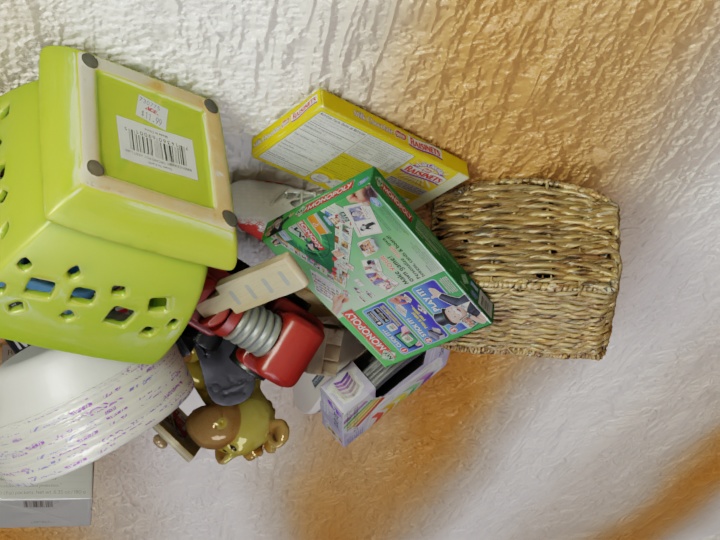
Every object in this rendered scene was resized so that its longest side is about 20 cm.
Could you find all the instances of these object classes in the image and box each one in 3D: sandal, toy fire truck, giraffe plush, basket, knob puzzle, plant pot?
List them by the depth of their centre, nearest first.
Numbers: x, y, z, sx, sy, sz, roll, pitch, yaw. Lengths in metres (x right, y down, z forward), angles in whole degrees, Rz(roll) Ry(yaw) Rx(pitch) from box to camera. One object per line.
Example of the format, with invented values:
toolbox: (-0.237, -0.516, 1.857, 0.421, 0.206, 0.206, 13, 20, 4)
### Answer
plant pot: (-0.218, -0.059, 0.895, 0.199, 0.200, 0.181, 17, 139, -38)
toy fire truck: (-0.100, 0.039, 1.013, 0.176, 0.129, 0.200, 34, 179, -26)
basket: (0.169, -0.003, 1.118, 0.198, 0.144, 0.149, 2, 148, 9)
sandal: (-0.165, 0.059, 1.165, 0.076, 0.043, 0.201, -25, 108, -4)
giraffe plush: (-0.164, 0.151, 1.278, 0.198, 0.163, 0.173, -6, 167, -19)
knob puzzle: (-0.277, 0.157, 1.304, 0.030, 0.220, 0.220, -45, 146, -2)

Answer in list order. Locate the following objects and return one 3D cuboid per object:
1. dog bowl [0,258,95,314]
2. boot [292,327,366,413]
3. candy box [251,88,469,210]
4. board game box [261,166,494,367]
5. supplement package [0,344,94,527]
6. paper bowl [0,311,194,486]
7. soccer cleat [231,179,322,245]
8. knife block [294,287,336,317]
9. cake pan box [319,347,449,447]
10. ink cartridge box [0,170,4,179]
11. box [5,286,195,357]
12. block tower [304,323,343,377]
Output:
dog bowl: (-0.321, -0.018, 0.957, 0.199, 0.112, 0.049, 21, 132, -42)
boot: (-0.013, 0.129, 1.423, 0.090, 0.073, 0.200, -7, 157, -34)
candy box: (0.002, -0.107, 1.022, 0.199, 0.027, 0.102, 21, 141, -40)
board game box: (0.019, 0.003, 1.018, 0.134, 0.029, 0.200, -24, 123, 31)
supplement package: (-0.394, 0.207, 1.325, 0.120, 0.201, 0.120, 2, 151, -14)
paper bowl: (-0.269, 0.112, 1.018, 0.199, 0.105, 0.201, -23, -170, 4)
soccer cleat: (-0.036, -0.050, 1.046, 0.199, 0.069, 0.085, 22, 150, -16)
knife block: (0.000, 0.000, 1.179, 0.174, 0.064, 0.200, -5, 151, -5)
cake pan box: (0.034, 0.128, 1.322, 0.184, 0.052, 0.200, -39, 164, -15)
ink cartridge box: (-0.356, -0.074, 0.991, 0.199, 0.037, 0.094, 15, 150, -39)
box: (-0.292, 0.045, 1.130, 0.199, 0.044, 0.161, -20, 113, 23)
block tower: (-0.052, 0.090, 1.243, 0.054, 0.058, 0.200, 10, 179, -2)
